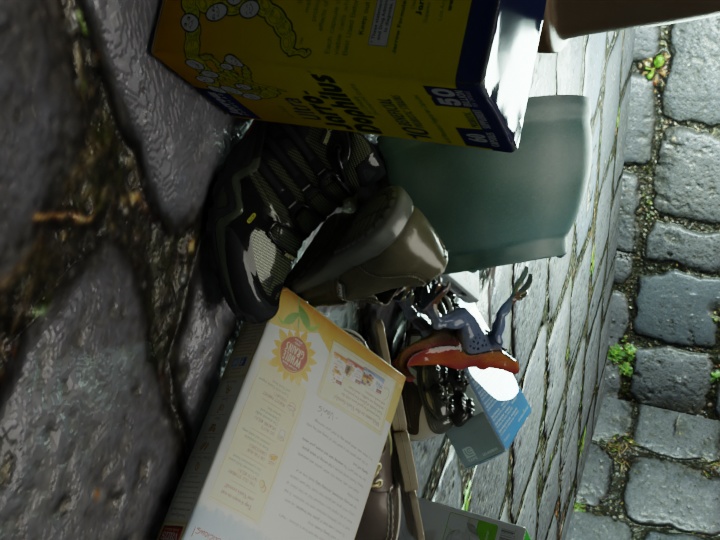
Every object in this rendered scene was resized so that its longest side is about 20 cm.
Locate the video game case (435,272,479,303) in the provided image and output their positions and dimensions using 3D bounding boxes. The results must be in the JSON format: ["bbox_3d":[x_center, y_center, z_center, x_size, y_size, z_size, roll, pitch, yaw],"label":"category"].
[{"bbox_3d":[0.102,-0.079,1.065,0.182,0.022,0.205,32,56,-68],"label":"video game case"}]

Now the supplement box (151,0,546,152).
[{"bbox_3d":[-0.002,-0.148,0.562,0.109,0.196,0.112,31,71,-67],"label":"supplement box"}]

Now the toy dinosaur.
[{"bbox_3d":[0.097,0.077,0.966,0.182,0.104,0.202,47,54,-31],"label":"toy dinosaur"}]

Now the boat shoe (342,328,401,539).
[{"bbox_3d":[-0.005,0.151,0.808,0.060,0.070,0.205,125,-43,-88],"label":"boat shoe"}]

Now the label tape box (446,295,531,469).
[{"bbox_3d":[0.124,0.119,1.183,0.202,0.066,0.143,60,25,2],"label":"label tape box"}]

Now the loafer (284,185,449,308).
[{"bbox_3d":[0.000,0.000,0.698,0.076,0.069,0.199,-55,-167,-18],"label":"loafer"}]

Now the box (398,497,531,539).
[{"bbox_3d":[0.076,0.359,1.035,0.097,0.173,0.203,60,44,-59],"label":"box"}]

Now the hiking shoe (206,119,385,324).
[{"bbox_3d":[-0.037,-0.061,0.648,0.076,0.099,0.205,22,79,-68],"label":"hiking shoe"}]

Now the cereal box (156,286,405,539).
[{"bbox_3d":[-0.051,0.135,0.701,0.143,0.039,0.203,39,59,-32],"label":"cereal box"}]

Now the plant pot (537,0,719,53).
[{"bbox_3d":[0.206,-0.259,0.731,0.200,0.171,0.205,11,90,-71],"label":"plant pot"}]

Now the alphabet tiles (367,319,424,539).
[{"bbox_3d":[0.029,0.148,0.899,0.200,0.014,0.200,106,-26,-82],"label":"alphabet tiles"}]

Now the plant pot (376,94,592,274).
[{"bbox_3d":[0.122,-0.070,0.885,0.200,0.196,0.137,-10,90,-68],"label":"plant pot"}]

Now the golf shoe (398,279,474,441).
[{"bbox_3d":[0.065,0.092,1.053,0.077,0.094,0.202,31,39,-26],"label":"golf shoe"}]
